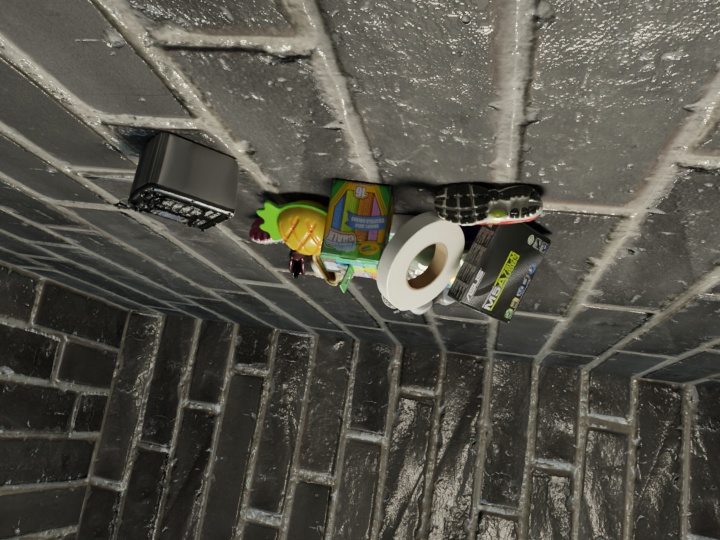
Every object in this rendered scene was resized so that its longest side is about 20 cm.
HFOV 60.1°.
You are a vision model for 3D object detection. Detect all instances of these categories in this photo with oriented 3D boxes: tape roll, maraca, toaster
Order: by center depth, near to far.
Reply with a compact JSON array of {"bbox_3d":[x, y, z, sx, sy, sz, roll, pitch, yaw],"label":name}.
[{"bbox_3d":[0.118,-0.016,1.208,0.037,0.205,0.201,41,-170,39],"label":"tape roll"},{"bbox_3d":[-0.351,-0.165,1.209,0.197,0.122,0.180,17,164,-31],"label":"toaster"},{"bbox_3d":[-0.133,-0.097,1.360,0.195,0.108,0.139,11,137,12],"label":"maraca"}]

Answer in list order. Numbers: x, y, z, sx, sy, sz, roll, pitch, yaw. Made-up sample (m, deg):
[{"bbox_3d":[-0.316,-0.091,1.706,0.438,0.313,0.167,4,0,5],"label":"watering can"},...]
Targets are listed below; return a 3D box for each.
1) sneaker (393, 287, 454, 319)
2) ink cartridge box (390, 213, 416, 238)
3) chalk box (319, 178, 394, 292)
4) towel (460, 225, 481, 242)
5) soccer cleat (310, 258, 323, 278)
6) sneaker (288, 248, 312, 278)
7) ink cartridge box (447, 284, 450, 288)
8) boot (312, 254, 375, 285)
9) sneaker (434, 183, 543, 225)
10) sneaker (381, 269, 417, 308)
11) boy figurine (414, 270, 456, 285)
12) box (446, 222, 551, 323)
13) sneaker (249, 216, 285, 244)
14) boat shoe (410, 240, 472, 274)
[{"bbox_3d":[0.175,0.074,1.669,0.197,0.077,0.113,-17,173,-38],"label":"sneaker"},{"bbox_3d":[0.044,-0.089,1.397,0.195,0.052,0.109,6,165,10],"label":"ink cartridge box"},{"bbox_3d":[-0.007,-0.058,1.235,0.121,0.205,0.125,7,167,6],"label":"chalk box"},{"bbox_3d":[0.262,-0.058,1.383,0.146,0.051,0.198,20,163,-34],"label":"towel"},{"bbox_3d":[-0.098,-0.006,1.661,0.077,0.070,0.200,-32,177,14],"label":"soccer cleat"},{"bbox_3d":[-0.159,-0.030,1.633,0.074,0.118,0.200,7,166,6],"label":"sneaker"},{"bbox_3d":[0.315,0.009,1.577,0.113,0.069,0.200,13,166,-18],"label":"ink cartridge box"},{"bbox_3d":[0.000,0.000,1.433,0.200,0.154,0.073,44,136,17],"label":"boot"},{"bbox_3d":[0.233,-0.110,1.144,0.195,0.079,0.085,5,171,18],"label":"sneaker"},{"bbox_3d":[0.135,0.012,1.578,0.198,0.076,0.081,-34,-170,4],"label":"sneaker"},{"bbox_3d":[0.168,-0.019,1.487,0.196,0.125,0.065,20,124,4],"label":"boy figurine"},{"bbox_3d":[0.285,-0.007,1.267,0.191,0.203,0.047,22,-173,-46],"label":"box"},{"bbox_3d":[-0.178,-0.089,1.497,0.196,0.075,0.087,-5,155,30],"label":"sneaker"},{"bbox_3d":[0.170,-0.035,1.320,0.196,0.073,0.061,10,-149,10],"label":"boat shoe"}]
